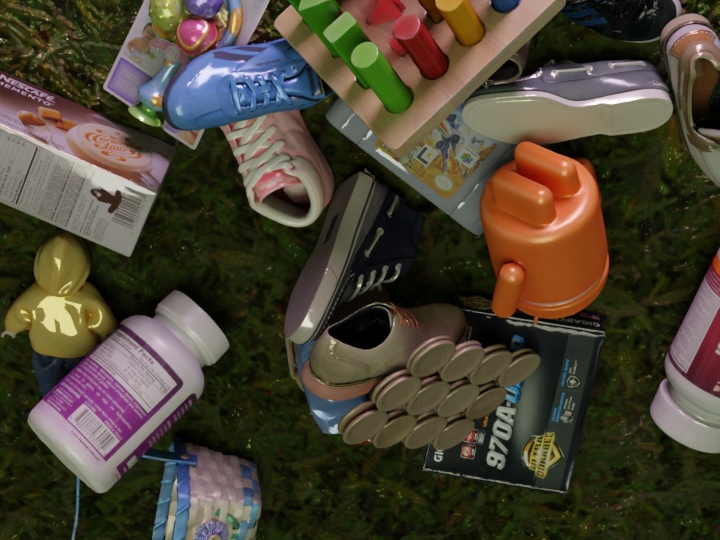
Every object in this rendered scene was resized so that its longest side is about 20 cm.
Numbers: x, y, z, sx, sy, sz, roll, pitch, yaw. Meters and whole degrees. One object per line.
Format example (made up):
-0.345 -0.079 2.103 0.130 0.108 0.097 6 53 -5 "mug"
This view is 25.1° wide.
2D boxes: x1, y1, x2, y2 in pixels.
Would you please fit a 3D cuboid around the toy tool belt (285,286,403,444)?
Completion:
-0.013 0.112 1.651 0.124 0.123 0.201 -7 116 8 "toy tool belt"

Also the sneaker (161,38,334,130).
-0.086 -0.174 1.487 0.199 0.078 0.066 -21 114 -30 "sneaker"

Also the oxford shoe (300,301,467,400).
0.035 0.064 1.550 0.071 0.199 0.074 43 134 27 "oxford shoe"

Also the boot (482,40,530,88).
0.055 -0.218 1.471 0.199 0.147 0.070 -10 140 6 "boot"

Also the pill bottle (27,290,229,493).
-0.230 0.118 1.636 0.200 0.112 0.112 -45 109 -16 "pill bottle"

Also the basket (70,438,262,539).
-0.210 0.266 1.729 0.199 0.139 0.177 6 116 -9 "basket"

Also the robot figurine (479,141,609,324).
0.177 -0.031 1.555 0.116 0.144 0.200 -8 141 11 "robot figurine"

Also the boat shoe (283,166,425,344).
0.000 0.000 1.567 0.092 0.201 0.075 32 151 -18 "boat shoe"

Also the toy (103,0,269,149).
-0.166 -0.224 1.516 0.115 0.047 0.201 34 114 12 "toy"

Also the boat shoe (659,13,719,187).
0.335 -0.142 1.523 0.074 0.069 0.200 -26 124 13 "boat shoe"

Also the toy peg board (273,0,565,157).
0.034 -0.242 1.400 0.199 0.200 0.098 -43 148 2 "toy peg board"

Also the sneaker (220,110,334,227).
-0.094 -0.127 1.553 0.075 0.105 0.201 -29 109 18 "sneaker"

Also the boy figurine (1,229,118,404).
-0.311 0.052 1.674 0.123 0.065 0.201 0 115 2 "boy figurine"

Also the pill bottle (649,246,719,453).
0.370 0.076 1.617 0.109 0.110 0.201 18 115 -5 "pill bottle"

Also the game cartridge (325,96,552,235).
0.082 -0.139 1.573 0.200 0.042 0.133 36 117 -13 "game cartridge"

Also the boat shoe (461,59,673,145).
0.192 -0.165 1.530 0.199 0.062 0.073 -3 147 -2 "boat shoe"

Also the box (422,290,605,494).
0.158 0.128 1.690 0.158 0.046 0.201 10 116 -1 "box"

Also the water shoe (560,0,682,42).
0.203 -0.256 1.484 0.199 0.079 0.072 23 115 -7 "water shoe"

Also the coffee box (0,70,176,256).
-0.291 -0.107 1.570 0.199 0.115 0.080 24 115 -7 "coffee box"

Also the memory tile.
0.078 0.122 1.589 0.153 0.017 0.199 -48 148 23 "memory tile"
